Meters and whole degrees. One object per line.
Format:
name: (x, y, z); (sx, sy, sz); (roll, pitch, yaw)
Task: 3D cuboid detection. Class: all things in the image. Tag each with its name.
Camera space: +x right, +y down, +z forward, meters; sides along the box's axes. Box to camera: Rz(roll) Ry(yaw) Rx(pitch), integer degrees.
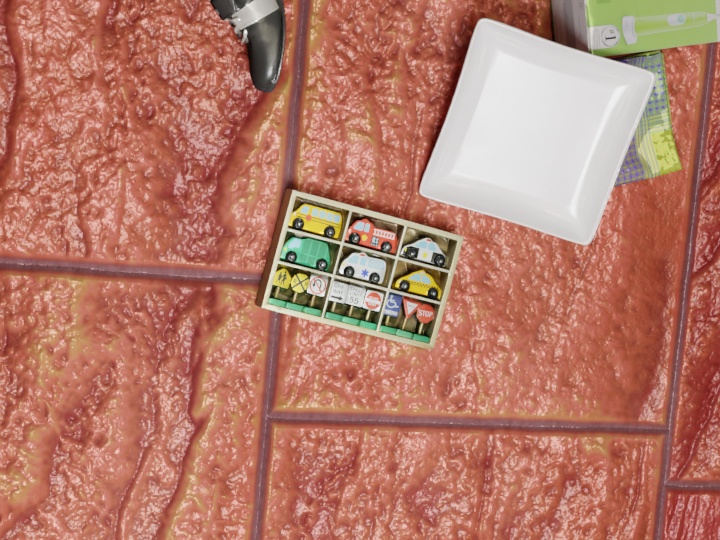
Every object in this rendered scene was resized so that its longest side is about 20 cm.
toothbrush box: (0.307, -0.310, 1.639); (0.198, 0.086, 0.147); (-10, 99, -18)
square plate: (0.183, -0.145, 1.604); (0.198, 0.028, 0.199); (16, 110, -9)
sneaker: (-0.123, -0.271, 1.493); (0.088, 0.074, 0.202); (-6, 88, -20)
towel: (0.257, -0.156, 1.671); (0.198, 0.023, 0.145); (-12, 99, -19)
toy vehicle set: (0.000, 0.000, 1.589); (0.198, 0.026, 0.125); (14, 91, -21)
